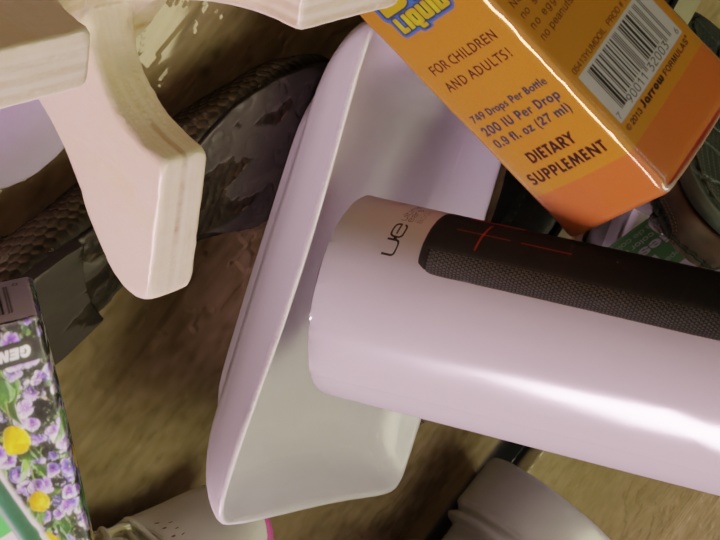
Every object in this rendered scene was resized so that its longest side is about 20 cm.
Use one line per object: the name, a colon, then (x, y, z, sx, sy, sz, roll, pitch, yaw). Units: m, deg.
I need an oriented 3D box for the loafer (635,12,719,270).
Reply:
loafer: (0.144, -0.046, 0.881, 0.063, 0.072, 0.200, -44, -166, 26)

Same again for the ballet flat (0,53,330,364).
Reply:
ballet flat: (-0.079, -0.028, 0.760, 0.200, 0.046, 0.068, -40, 141, -33)

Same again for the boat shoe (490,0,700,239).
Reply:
boat shoe: (0.087, -0.070, 0.876, 0.203, 0.063, 0.074, -62, -172, -22)

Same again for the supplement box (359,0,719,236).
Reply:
supplement box: (0.040, -0.108, 0.721, 0.200, 0.066, 0.069, 46, 58, -11)

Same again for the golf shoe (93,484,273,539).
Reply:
golf shoe: (-0.114, 0.137, 0.805, 0.199, 0.075, 0.092, -36, 136, -31)

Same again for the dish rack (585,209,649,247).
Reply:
dish rack: (0.180, -0.030, 1.071, 0.199, 0.043, 0.173, 3, 111, -52)

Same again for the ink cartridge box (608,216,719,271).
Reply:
ink cartridge box: (0.200, 0.064, 0.870, 0.087, 0.200, 0.146, -34, 121, -5)

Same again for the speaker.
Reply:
speaker: (0.082, 0.030, 0.747, 0.081, 0.198, 0.082, 13, 90, -69)

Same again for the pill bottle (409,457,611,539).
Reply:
pill bottle: (0.040, 0.199, 1.000, 0.201, 0.114, 0.114, -52, 144, -10)

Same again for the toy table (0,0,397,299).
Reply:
toy table: (-0.087, -0.099, 0.631, 0.183, 0.117, 0.201, -31, 137, -34)

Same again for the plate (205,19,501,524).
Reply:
plate: (0.000, 0.000, 0.838, 0.200, 0.032, 0.202, 5, 103, -68)

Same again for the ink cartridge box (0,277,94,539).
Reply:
ink cartridge box: (-0.141, 0.113, 0.686, 0.108, 0.050, 0.202, -13, 109, -10)

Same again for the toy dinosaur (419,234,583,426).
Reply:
toy dinosaur: (0.088, 0.003, 0.949, 0.106, 0.060, 0.201, 28, 96, -30)
